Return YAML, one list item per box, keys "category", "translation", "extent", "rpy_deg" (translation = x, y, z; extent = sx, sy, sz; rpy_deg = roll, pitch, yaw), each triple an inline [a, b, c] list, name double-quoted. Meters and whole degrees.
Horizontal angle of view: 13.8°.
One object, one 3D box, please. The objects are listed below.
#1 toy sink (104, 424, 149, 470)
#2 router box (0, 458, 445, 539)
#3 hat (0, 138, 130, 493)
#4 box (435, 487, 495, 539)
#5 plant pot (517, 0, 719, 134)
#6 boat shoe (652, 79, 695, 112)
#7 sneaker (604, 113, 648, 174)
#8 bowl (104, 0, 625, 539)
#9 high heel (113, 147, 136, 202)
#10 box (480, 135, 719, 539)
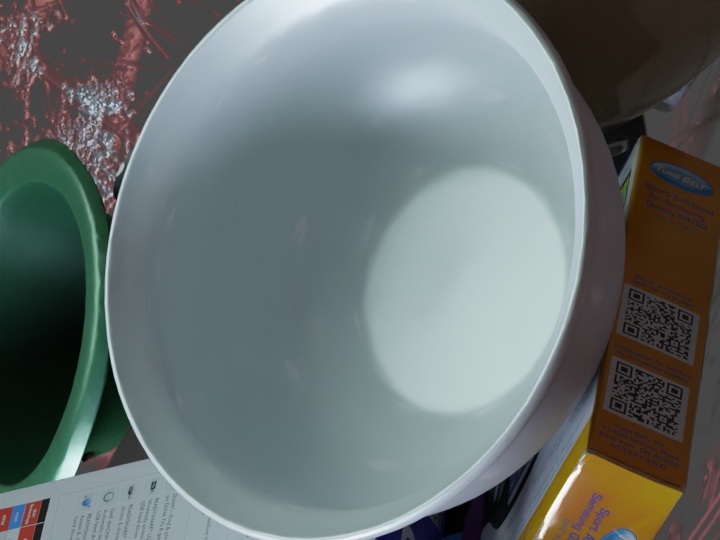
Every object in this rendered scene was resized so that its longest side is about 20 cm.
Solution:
- category: "toy sink"
  translation: [-0.043, 0.141, 1.215]
  extent: [0.200, 0.130, 0.112]
  rpy_deg: [-63, -40, -29]
- category: "router box"
  translation: [-0.067, 0.153, 1.040]
  extent: [0.179, 0.049, 0.201]
  rpy_deg: [-14, 43, 24]
- category: "hat"
  translation: [-0.078, 0.034, 1.321]
  extent: [0.200, 0.175, 0.166]
  rpy_deg: [29, 108, 59]
- category: "box"
  translation: [-0.015, 0.132, 1.092]
  extent: [0.201, 0.142, 0.036]
  rpy_deg: [-82, -30, -43]
- category: "plant pot"
  translation: [0.059, -0.121, 1.117]
  extent: [0.201, 0.199, 0.135]
  rpy_deg: [-77, 8, -59]
- category: "boat shoe"
  translation: [0.136, -0.165, 1.208]
  extent: [0.070, 0.066, 0.201]
  rpy_deg: [153, 139, -82]
- category: "sneaker"
  translation: [0.064, -0.006, 1.246]
  extent: [0.090, 0.078, 0.201]
  rpy_deg: [-73, 6, -59]
- category: "bowl"
  translation: [0.016, -0.001, 1.006]
  extent: [0.200, 0.090, 0.202]
  rpy_deg: [-10, 73, 36]
- category: "high heel"
  translation: [-0.007, 0.002, 1.294]
  extent: [0.072, 0.142, 0.200]
  rpy_deg: [-65, -25, 4]
- category: "box"
  translation: [0.084, 0.044, 1.051]
  extent: [0.200, 0.041, 0.119]
  rpy_deg: [-71, 6, -51]
